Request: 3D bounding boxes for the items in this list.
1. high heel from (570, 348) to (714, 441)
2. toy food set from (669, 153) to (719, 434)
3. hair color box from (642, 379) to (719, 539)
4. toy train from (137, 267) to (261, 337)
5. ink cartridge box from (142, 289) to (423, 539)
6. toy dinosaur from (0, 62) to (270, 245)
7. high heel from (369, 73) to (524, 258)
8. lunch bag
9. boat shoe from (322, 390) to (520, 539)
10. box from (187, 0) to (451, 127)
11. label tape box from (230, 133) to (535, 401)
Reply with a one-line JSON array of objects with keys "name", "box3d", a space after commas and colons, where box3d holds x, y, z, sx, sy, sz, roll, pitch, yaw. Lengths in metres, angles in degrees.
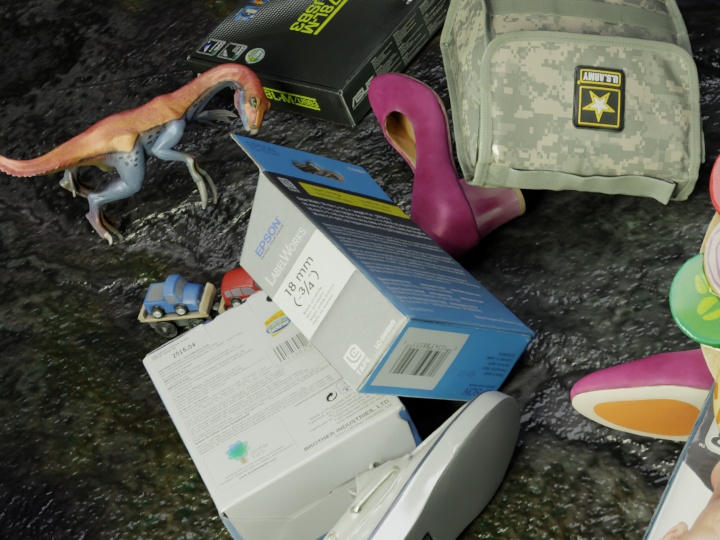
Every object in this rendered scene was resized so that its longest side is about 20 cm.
[{"name": "high heel", "box3d": [0.228, 0.047, 0.876, 0.199, 0.067, 0.096, -6, 54, 13]}, {"name": "toy food set", "box3d": [0.259, 0.006, 0.728, 0.199, 0.049, 0.199, -24, 65, 22]}, {"name": "hair color box", "box3d": [0.204, 0.144, 0.758, 0.100, 0.061, 0.200, 25, 66, 13]}, {"name": "toy train", "box3d": [-0.082, 0.019, 1.076, 0.199, 0.046, 0.034, -7, 44, 19]}, {"name": "ink cartridge box", "box3d": [-0.058, 0.087, 0.972, 0.136, 0.076, 0.200, -29, 43, -7]}, {"name": "toy dinosaur", "box3d": [-0.169, -0.109, 1.182, 0.182, 0.200, 0.105, -47, 54, 22]}, {"name": "high heel", "box3d": [0.034, -0.080, 1.099, 0.096, 0.067, 0.200, -28, 53, -14]}, {"name": "lunch bag", "box3d": [0.152, -0.135, 1.038, 0.163, 0.118, 0.201, 3, 48, -10]}, {"name": "boat shoe", "box3d": [0.023, 0.148, 0.880, 0.066, 0.072, 0.200, 24, 69, 35]}, {"name": "box", "box3d": [-0.027, -0.225, 1.302, 0.193, 0.048, 0.200, 17, 57, 40]}, {"name": "label tape box", "box3d": [0.000, 0.000, 0.953, 0.200, 0.144, 0.063, 46, 112, 34]}]
